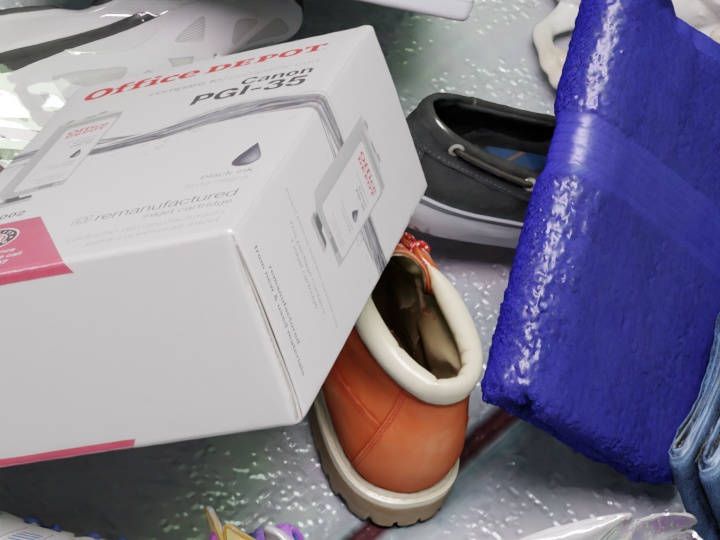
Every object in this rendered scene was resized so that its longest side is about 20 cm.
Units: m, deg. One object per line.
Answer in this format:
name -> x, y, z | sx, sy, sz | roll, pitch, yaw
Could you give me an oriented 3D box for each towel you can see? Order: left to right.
towel -> 0.113, -0.018, 1.098 | 0.050, 0.148, 0.200 | 5, 73, 38
towel -> 0.188, 0.042, 1.123 | 0.049, 0.112, 0.200 | 2, 51, 24

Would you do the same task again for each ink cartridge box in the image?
ink cartridge box -> -0.072, -0.012, 0.986 | 0.146, 0.083, 0.200 | -10, 23, 20

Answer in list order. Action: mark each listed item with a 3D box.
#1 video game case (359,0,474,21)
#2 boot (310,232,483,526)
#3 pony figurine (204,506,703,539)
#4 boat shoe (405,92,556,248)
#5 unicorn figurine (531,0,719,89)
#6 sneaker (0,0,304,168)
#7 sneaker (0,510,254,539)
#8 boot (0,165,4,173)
video game case -> -0.053, -0.160, 1.188 | 0.200, 0.022, 0.182 | 11, 14, -7
boot -> 0.000, 0.000, 1.102 | 0.075, 0.107, 0.200 | -14, 58, -21
pony figurine -> 0.032, 0.171, 0.934 | 0.193, 0.167, 0.200 | -6, 64, -10
boat shoe -> 0.104, -0.042, 1.170 | 0.200, 0.057, 0.069 | 5, 46, -25
unicorn figurine -> 0.138, -0.144, 1.269 | 0.200, 0.074, 0.137 | 25, 42, -14
sneaker -> -0.102, -0.069, 1.160 | 0.200, 0.076, 0.115 | -17, 78, -28
sneaker -> -0.120, 0.125, 1.002 | 0.200, 0.075, 0.088 | -13, 59, -23
boot -> -0.213, -0.010, 1.008 | 0.200, 0.069, 0.174 | 33, 36, -15
